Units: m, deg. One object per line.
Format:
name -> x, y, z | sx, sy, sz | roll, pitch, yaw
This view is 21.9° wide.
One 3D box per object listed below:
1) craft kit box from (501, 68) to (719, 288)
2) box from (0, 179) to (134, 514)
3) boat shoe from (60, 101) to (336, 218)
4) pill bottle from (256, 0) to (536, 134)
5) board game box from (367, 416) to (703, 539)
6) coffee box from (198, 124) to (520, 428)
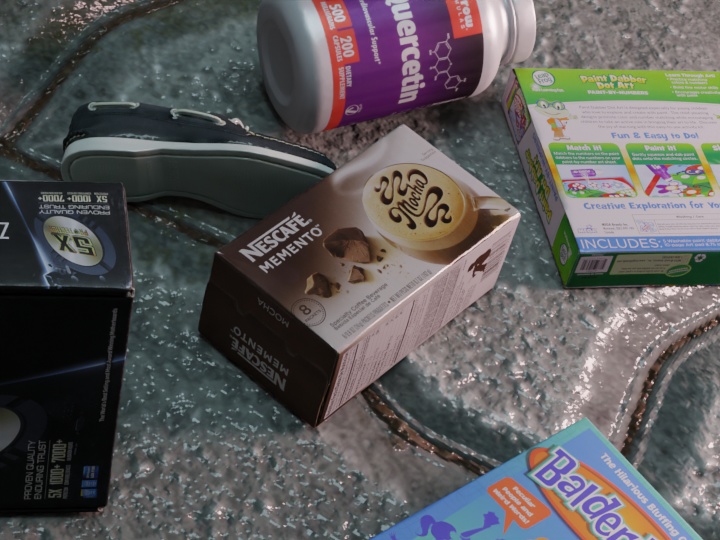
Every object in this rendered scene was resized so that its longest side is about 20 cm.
craft kit box -> 0.225, -0.074, 1.413 | 0.198, 0.049, 0.199 | 0, 50, -15
box -> -0.220, 0.048, 1.069 | 0.162, 0.201, 0.087 | 1, 46, -14
boat shoe -> -0.110, -0.084, 1.312 | 0.197, 0.076, 0.061 | 8, 51, -8
pill bottle -> 0.028, -0.176, 1.399 | 0.198, 0.113, 0.113 | -15, 52, -20
board game box -> 0.112, 0.191, 1.130 | 0.199, 0.045, 0.152 | -25, 58, -33
coffee box -> 0.000, 0.000, 1.257 | 0.113, 0.080, 0.199 | 38, 50, 20
